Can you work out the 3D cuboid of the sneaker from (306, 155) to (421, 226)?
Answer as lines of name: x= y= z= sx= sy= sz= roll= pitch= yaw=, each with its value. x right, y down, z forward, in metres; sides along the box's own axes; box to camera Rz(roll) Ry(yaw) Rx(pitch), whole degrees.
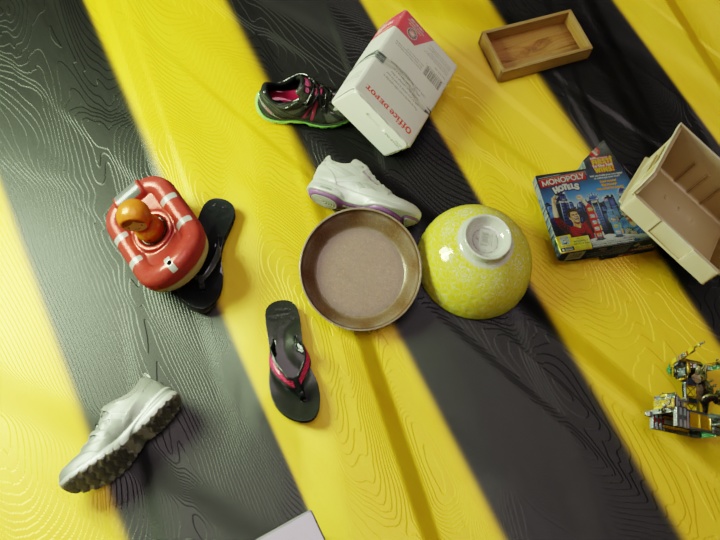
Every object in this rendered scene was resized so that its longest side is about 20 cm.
sneaker: x=0.014 y=-0.138 z=1.292 sx=0.198 sy=0.075 sz=0.101 roll=20 pitch=66 yaw=2

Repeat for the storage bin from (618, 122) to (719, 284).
storage bin: x=0.557 y=-0.112 z=1.287 sx=0.200 sy=0.094 sz=0.199 roll=43 pitch=48 yaw=1

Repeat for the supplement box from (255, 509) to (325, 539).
supplement box: x=-0.103 y=0.372 z=0.990 sx=0.108 sy=0.200 sz=0.061 roll=-25 pitch=72 yaw=-16

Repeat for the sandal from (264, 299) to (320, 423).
sandal: x=-0.111 y=0.136 z=1.176 sx=0.074 sy=0.045 sz=0.202 roll=-10 pitch=68 yaw=-11

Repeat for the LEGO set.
LEGO set: x=0.516 y=0.179 z=1.152 sx=0.114 sy=0.200 sz=0.156 roll=14 pitch=79 yaw=-19

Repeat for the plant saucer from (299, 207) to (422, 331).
plant saucer: x=0.000 y=0.000 z=1.239 sx=0.197 sy=0.037 sz=0.203 roll=0 pitch=77 yaw=-2

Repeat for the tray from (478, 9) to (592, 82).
tray: x=0.338 y=-0.435 z=1.481 sx=0.198 sy=0.037 sz=0.100 roll=-17 pitch=69 yaw=-14

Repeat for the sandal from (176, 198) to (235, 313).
sandal: x=-0.252 y=-0.031 z=1.233 sx=0.075 sy=0.043 sz=0.203 roll=8 pitch=66 yaw=-3

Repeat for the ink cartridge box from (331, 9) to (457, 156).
ink cartridge box: x=0.061 y=-0.327 z=1.344 sx=0.145 sy=0.084 sz=0.201 roll=41 pitch=64 yaw=-22

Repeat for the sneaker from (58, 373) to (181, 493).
sneaker: x=-0.354 y=0.235 z=1.103 sx=0.082 sy=0.075 sz=0.200 roll=34 pitch=60 yaw=25

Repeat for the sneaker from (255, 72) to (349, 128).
sneaker: x=-0.086 y=-0.301 z=1.347 sx=0.197 sy=0.084 sz=0.078 roll=-5 pitch=68 yaw=-9

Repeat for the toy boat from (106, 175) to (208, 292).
toy boat: x=-0.325 y=-0.066 z=1.172 sx=0.130 sy=0.131 sz=0.200 roll=-40 pitch=65 yaw=1

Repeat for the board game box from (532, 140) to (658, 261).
board game box: x=0.401 y=-0.121 z=1.337 sx=0.197 sy=0.062 sz=0.202 roll=-8 pitch=67 yaw=-10

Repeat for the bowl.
bowl: x=0.196 y=-0.032 z=1.251 sx=0.197 sy=0.108 sz=0.203 roll=3 pitch=66 yaw=-6
